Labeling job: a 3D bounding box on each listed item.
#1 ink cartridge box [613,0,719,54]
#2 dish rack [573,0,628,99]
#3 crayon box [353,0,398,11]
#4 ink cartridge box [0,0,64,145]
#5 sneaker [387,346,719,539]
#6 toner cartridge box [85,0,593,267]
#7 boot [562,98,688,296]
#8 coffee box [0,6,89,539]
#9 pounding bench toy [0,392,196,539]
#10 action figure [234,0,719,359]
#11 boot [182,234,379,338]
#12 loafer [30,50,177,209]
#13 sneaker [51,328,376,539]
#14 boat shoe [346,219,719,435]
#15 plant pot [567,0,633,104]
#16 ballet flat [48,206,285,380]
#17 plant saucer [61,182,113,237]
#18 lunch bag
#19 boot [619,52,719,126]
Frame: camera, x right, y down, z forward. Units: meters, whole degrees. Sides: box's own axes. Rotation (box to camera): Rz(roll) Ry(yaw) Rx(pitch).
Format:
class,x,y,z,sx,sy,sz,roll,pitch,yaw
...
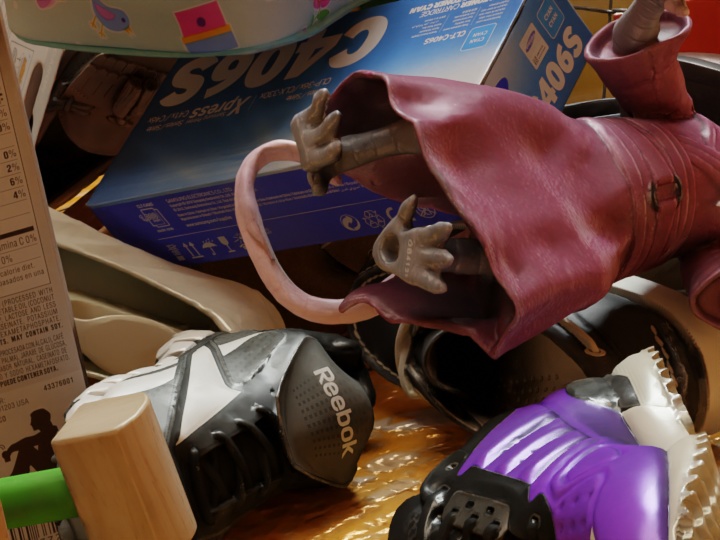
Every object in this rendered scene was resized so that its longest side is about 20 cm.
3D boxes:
class,x,y,z,sx,sy,sz,roll,pitch,yaw
ink cartridge box,0.220,-0.082,1.234,0.199,0.109,0.050,-13,13,-3
dish rack,0.127,-0.130,1.303,0.153,0.201,0.055,4,5,14
crayon box,-0.018,-0.096,1.357,0.058,0.173,0.200,-9,11,-25
ink cartridge box,-0.163,-0.072,1.311,0.057,0.163,0.200,14,6,-31
sneaker,0.058,0.083,0.809,0.099,0.070,0.200,-18,9,4
toner cartridge box,-0.010,-0.057,1.120,0.200,0.043,0.095,-9,42,41
boot,0.143,-0.030,1.115,0.199,0.097,0.075,-14,13,-6
coffee box,-0.158,0.002,1.029,0.080,0.201,0.113,-16,13,-18
pounding bench toy,-0.166,0.093,0.827,0.156,0.125,0.200,1,19,46
action figure,0.081,-0.016,0.950,0.200,0.134,0.149,-6,-17,-35
boot,0.000,0.000,1.197,0.200,0.074,0.075,-16,24,-26
loafer,-0.125,-0.072,1.353,0.072,0.063,0.200,21,-26,-23
sneaker,-0.044,0.058,0.987,0.090,0.067,0.200,-11,11,16
boat shoe,0.048,0.029,1.022,0.060,0.074,0.200,-15,21,-33
plant pot,0.088,-0.145,1.435,0.188,0.201,0.201,-22,15,-18
ballet flat,-0.126,0.011,1.129,0.199,0.070,0.069,16,17,4
plant saucer,-0.104,-0.021,1.298,0.200,0.037,0.200,-38,9,7
lunch bag,-0.055,-0.156,1.167,0.160,0.077,0.200,11,32,34
boot,0.210,-0.061,1.094,0.188,0.069,0.200,18,29,14
